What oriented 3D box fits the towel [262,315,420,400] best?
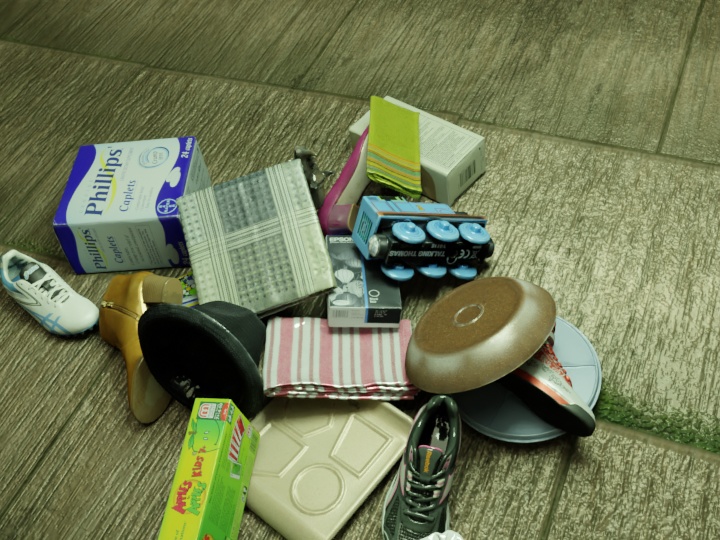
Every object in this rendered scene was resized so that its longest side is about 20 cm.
[{"bbox_3d":[-0.025,0.105,1.109,0.197,0.030,0.147,2,33,-5],"label":"towel"}]

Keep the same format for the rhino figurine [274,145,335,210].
[{"bbox_3d":[-0.088,-0.120,1.262,0.060,0.200,0.088,-36,82,-29],"label":"rhino figurine"}]

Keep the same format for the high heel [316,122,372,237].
[{"bbox_3d":[-0.018,-0.145,1.316,0.095,0.067,0.202,1,62,44],"label":"high heel"}]

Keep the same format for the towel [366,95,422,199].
[{"bbox_3d":[0.050,-0.185,1.262,0.085,0.018,0.202,22,41,-17],"label":"towel"}]

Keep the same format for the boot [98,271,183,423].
[{"bbox_3d":[-0.309,0.102,1.184,0.143,0.070,0.204,-4,73,41],"label":"boot"}]

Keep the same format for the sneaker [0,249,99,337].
[{"bbox_3d":[-0.458,0.033,1.264,0.198,0.073,0.072,27,55,27],"label":"sneaker"}]

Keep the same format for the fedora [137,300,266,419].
[{"bbox_3d":[-0.180,0.095,1.073,0.198,0.203,0.092,19,44,24],"label":"fedora"}]

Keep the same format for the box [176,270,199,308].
[{"bbox_3d":[-0.171,0.016,1.236,0.198,0.065,0.070,-29,51,-15],"label":"box"}]

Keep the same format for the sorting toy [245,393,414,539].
[{"bbox_3d":[-0.055,0.222,1.057,0.184,0.037,0.200,28,63,30],"label":"sorting toy"}]

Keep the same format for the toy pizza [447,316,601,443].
[{"bbox_3d":[0.201,0.132,1.092,0.197,0.032,0.202,-5,49,6],"label":"toy pizza"}]

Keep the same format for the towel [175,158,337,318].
[{"bbox_3d":[-0.142,-0.033,1.168,0.190,0.035,0.203,-17,72,4],"label":"towel"}]

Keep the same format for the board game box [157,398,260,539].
[{"bbox_3d":[-0.170,0.258,0.971,0.047,0.102,0.202,-1,57,17],"label":"board game box"}]

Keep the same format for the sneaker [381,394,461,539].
[{"bbox_3d":[0.069,0.229,0.969,0.079,0.087,0.202,7,63,6],"label":"sneaker"}]

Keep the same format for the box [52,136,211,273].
[{"bbox_3d":[-0.348,-0.103,1.345,0.197,0.106,0.186,-4,47,6],"label":"box"}]

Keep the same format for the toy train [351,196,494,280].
[{"bbox_3d":[0.089,-0.047,1.194,0.197,0.088,0.115,-1,35,-28],"label":"toy train"}]

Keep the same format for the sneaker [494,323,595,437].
[{"bbox_3d":[0.219,0.106,1.044,0.200,0.068,0.108,32,63,34],"label":"sneaker"}]

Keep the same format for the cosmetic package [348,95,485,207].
[{"bbox_3d":[0.089,-0.191,1.371,0.199,0.072,0.105,31,60,31],"label":"cosmetic package"}]

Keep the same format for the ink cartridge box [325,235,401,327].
[{"bbox_3d":[0.000,0.000,1.206,0.098,0.040,0.201,0,37,-5],"label":"ink cartridge box"}]

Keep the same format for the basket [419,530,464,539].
[{"bbox_3d":[0.042,0.389,0.802,0.197,0.162,0.199,-18,48,-6],"label":"basket"}]

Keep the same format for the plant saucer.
[{"bbox_3d":[0.135,0.065,1.037,0.198,0.037,0.201,-25,25,13],"label":"plant saucer"}]
